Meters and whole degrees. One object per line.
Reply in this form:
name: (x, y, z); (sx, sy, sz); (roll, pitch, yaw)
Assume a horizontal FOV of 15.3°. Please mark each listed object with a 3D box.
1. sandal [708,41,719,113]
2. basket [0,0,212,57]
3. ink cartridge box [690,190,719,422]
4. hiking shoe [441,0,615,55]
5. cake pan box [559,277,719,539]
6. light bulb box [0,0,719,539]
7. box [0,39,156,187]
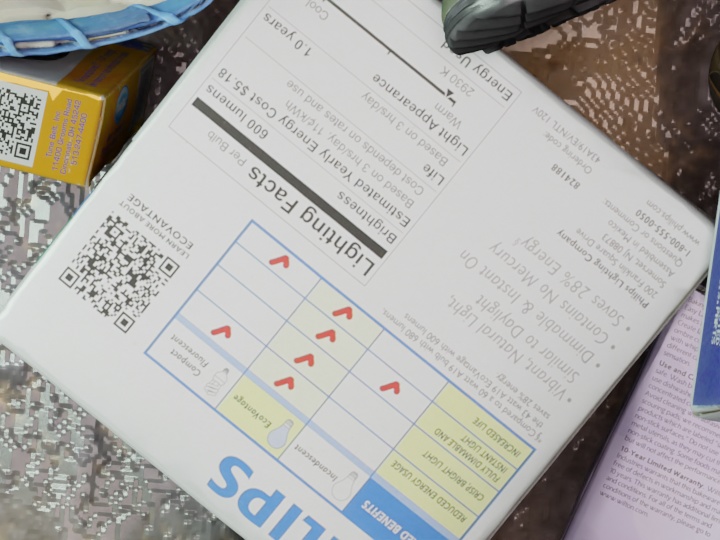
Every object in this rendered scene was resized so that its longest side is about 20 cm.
sandal: (0.207, -0.013, 1.042); (0.200, 0.082, 0.055); (43, 137, 12)
basket: (-0.112, -0.143, 0.947); (0.176, 0.200, 0.139); (-5, 108, -17)
ink cartridge box: (0.228, -0.028, 0.967); (0.200, 0.043, 0.197); (10, 82, -14)
hiking shoe: (0.077, -0.146, 0.977); (0.076, 0.200, 0.101); (-19, 95, 29)
cake pan box: (0.178, 0.121, 1.043); (0.200, 0.052, 0.184); (23, 102, 7)
light bulb box: (0.000, 0.000, 1.023); (0.198, 0.125, 0.200); (39, 95, -1)
box: (-0.186, -0.084, 1.027); (0.200, 0.119, 0.042); (16, 105, 1)
